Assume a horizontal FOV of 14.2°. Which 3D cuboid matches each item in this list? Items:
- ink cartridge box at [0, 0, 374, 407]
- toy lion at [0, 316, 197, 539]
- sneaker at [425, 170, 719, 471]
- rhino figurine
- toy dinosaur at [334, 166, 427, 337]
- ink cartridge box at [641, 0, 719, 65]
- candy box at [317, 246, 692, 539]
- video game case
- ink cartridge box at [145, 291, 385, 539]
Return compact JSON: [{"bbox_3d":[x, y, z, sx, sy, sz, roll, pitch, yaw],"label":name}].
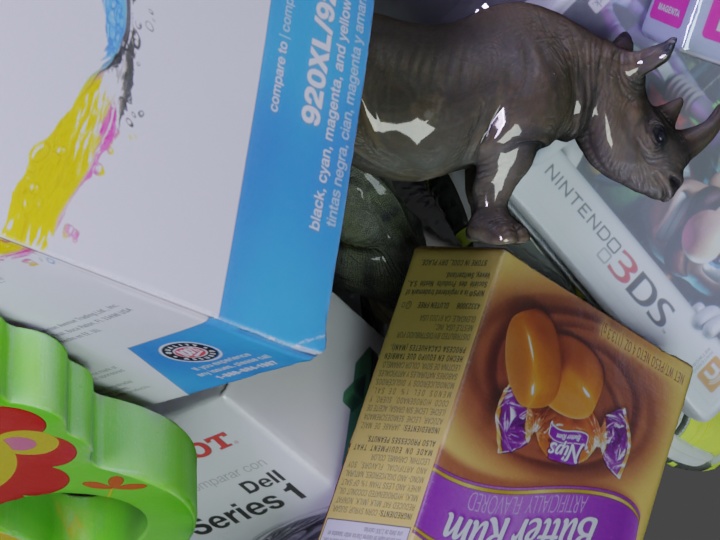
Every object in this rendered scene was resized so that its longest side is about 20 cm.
[{"bbox_3d":[-0.122,-0.055,0.940,0.200,0.145,0.147,22,157,-33],"label":"ink cartridge box"},{"bbox_3d":[-0.144,0.063,0.974,0.199,0.069,0.192,10,152,-23],"label":"toy lion"},{"bbox_3d":[0.112,0.009,1.184,0.076,0.075,0.200,-39,125,9],"label":"sneaker"},{"bbox_3d":[0.046,-0.053,1.049,0.199,0.060,0.088,-4,93,-20],"label":"rhino figurine"},{"bbox_3d":[0.000,0.000,1.142,0.088,0.047,0.200,-16,116,40],"label":"toy dinosaur"},{"bbox_3d":[0.194,-0.163,1.092,0.119,0.042,0.201,15,97,-25],"label":"ink cartridge box"},{"bbox_3d":[0.045,0.105,1.078,0.117,0.056,0.201,30,72,-38],"label":"candy box"},{"bbox_3d":[0.150,-0.070,1.133,0.200,0.023,0.182,-45,116,-6],"label":"video game case"},{"bbox_3d":[-0.036,0.088,1.148,0.146,0.085,0.200,-22,131,35],"label":"ink cartridge box"}]
